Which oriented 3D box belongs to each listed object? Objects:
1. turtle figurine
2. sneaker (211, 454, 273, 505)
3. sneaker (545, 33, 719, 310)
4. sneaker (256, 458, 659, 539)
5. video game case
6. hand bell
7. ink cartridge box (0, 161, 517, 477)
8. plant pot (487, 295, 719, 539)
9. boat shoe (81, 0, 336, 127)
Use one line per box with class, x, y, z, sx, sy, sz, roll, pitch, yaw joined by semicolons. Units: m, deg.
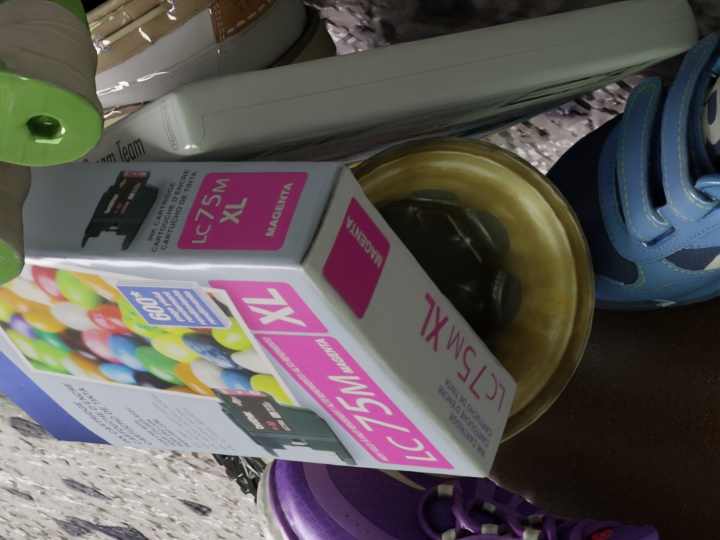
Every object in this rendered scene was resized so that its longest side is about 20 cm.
turtle figurine;-0.124;-0.108;0.622;0.144;0.194;0.200;-20;141;26
sneaker;-0.012;0.082;1.068;0.200;0.079;0.074;35;159;24
sneaker;0.120;-0.040;0.725;0.082;0.074;0.200;15;155;-41
sneaker;0.061;0.098;0.740;0.200;0.081;0.084;27;138;15
video game case;-0.019;-0.044;0.751;0.200;0.024;0.182;-15;177;-35
hand bell;0.000;0.000;0.829;0.104;0.104;0.200;28;177;-17
ink cartridge box;-0.066;0.014;0.685;0.200;0.042;0.119;4;150;34
plant pot;0.148;0.071;0.828;0.198;0.200;0.200;16;156;28
boat shoe;-0.103;-0.086;0.825;0.200;0.075;0.068;-8;127;35
